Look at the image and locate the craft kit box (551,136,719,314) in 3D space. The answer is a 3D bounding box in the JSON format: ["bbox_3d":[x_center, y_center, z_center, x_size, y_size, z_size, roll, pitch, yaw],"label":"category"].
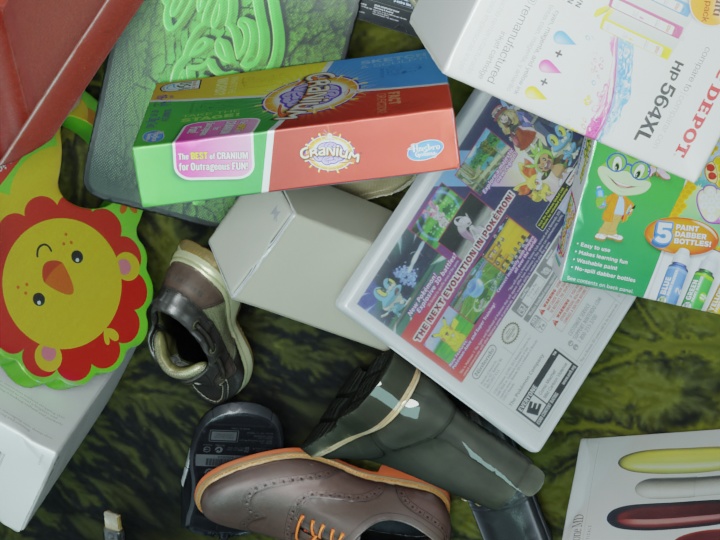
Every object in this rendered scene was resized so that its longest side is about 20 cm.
[{"bbox_3d":[0.248,-0.070,1.272,0.199,0.049,0.198,11,99,-4],"label":"craft kit box"}]

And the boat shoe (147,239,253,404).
[{"bbox_3d":[-0.124,0.049,1.389,0.073,0.065,0.200,32,155,19],"label":"boat shoe"}]

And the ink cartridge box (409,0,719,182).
[{"bbox_3d":[0.152,-0.153,1.151,0.199,0.125,0.129,21,107,-15],"label":"ink cartridge box"}]

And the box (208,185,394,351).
[{"bbox_3d":[0.000,0.000,1.332,0.199,0.068,0.082,22,117,-36],"label":"box"}]

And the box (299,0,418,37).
[{"bbox_3d":[0.048,-0.237,1.277,0.199,0.050,0.158,17,116,4],"label":"box"}]

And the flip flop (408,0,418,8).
[{"bbox_3d":[0.108,-0.228,1.208,0.199,0.058,0.081,-28,107,20],"label":"flip flop"}]

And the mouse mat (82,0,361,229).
[{"bbox_3d":[-0.097,-0.124,1.306,0.160,0.008,0.201,14,109,-3],"label":"mouse mat"}]

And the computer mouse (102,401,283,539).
[{"bbox_3d":[-0.133,0.175,1.500,0.140,0.046,0.201,-1,124,-8],"label":"computer mouse"}]

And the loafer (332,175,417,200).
[{"bbox_3d":[-0.042,-0.076,1.360,0.199,0.068,0.076,-4,114,14],"label":"loafer"}]

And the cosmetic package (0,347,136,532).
[{"bbox_3d":[-0.250,0.089,1.409,0.113,0.200,0.081,28,117,1],"label":"cosmetic package"}]

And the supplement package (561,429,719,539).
[{"bbox_3d":[0.255,0.219,1.363,0.199,0.191,0.148,-6,112,14],"label":"supplement package"}]

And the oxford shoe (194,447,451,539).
[{"bbox_3d":[-0.027,0.185,1.449,0.199,0.073,0.071,3,125,-5],"label":"oxford shoe"}]

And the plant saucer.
[{"bbox_3d":[-0.199,-0.196,1.290,0.037,0.200,0.200,19,122,-34],"label":"plant saucer"}]

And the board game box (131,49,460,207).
[{"bbox_3d":[-0.039,-0.095,1.231,0.199,0.153,0.041,-7,111,2],"label":"board game box"}]

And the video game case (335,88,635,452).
[{"bbox_3d":[0.105,-0.007,1.305,0.182,0.023,0.200,37,80,-20],"label":"video game case"}]

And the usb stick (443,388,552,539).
[{"bbox_3d":[0.093,0.135,1.449,0.055,0.033,0.201,-12,111,25],"label":"usb stick"}]

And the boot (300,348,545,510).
[{"bbox_3d":[0.040,0.134,1.383,0.138,0.200,0.078,35,75,-6],"label":"boot"}]

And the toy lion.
[{"bbox_3d":[-0.220,-0.024,1.364,0.192,0.200,0.069,44,148,-20],"label":"toy lion"}]
